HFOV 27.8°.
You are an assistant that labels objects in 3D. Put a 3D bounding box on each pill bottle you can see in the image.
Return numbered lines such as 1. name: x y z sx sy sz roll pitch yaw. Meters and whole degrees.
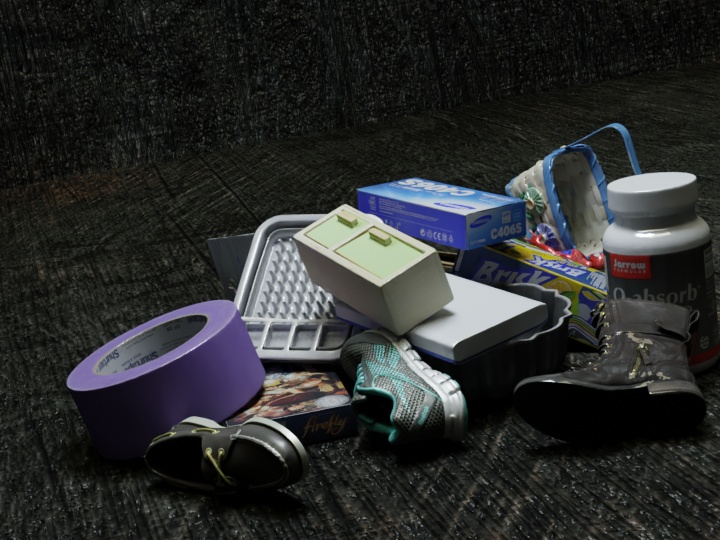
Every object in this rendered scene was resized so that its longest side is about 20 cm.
1. pill bottle: 0.317 0.004 1.548 0.115 0.202 0.116 -8 13 2

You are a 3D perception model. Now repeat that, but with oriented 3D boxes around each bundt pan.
1. bundt pan: 0.135 0.082 1.585 0.200 0.077 0.202 -8 18 3

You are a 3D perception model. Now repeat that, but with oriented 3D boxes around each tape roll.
1. tape roll: -0.207 0.115 1.560 0.198 0.086 0.200 -21 15 6

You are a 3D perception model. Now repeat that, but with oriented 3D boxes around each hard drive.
1. hard drive: 0.084 0.044 1.551 0.131 0.026 0.199 -22 24 -32

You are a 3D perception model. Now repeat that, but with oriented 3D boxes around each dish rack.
1. dish rack: -0.059 0.026 1.683 0.170 0.044 0.202 -1 56 22

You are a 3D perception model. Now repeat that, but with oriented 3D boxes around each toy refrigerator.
1. toy refrigerator: 0.010 -0.007 1.561 0.076 0.070 0.200 -32 29 -17

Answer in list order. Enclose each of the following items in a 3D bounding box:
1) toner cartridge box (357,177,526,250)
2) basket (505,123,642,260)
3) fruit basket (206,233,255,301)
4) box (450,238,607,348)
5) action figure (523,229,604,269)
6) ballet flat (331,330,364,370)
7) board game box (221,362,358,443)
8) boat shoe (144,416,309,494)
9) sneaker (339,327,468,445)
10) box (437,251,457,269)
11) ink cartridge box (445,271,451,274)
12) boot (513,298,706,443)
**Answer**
1. toner cartridge box: 0.092 -0.068 1.694 0.094 0.044 0.199 -15 19 -35
2. basket: 0.313 -0.092 2.013 0.199 0.178 0.139 -21 1 39
3. fruit basket: -0.083 0.000 1.885 0.198 0.186 0.094 -4 51 9
4. box: 0.206 0.018 1.683 0.198 0.071 0.064 22 22 15
5. action figure: 0.248 -0.016 1.965 0.199 0.052 0.065 7 -22 43
6. ballet flat: -0.072 0.088 1.718 0.199 0.068 0.062 -9 -6 38
7. board game box: -0.087 0.142 1.576 0.134 0.035 0.200 -11 14 -9
8. boat shoe: -0.129 0.181 1.381 0.060 0.072 0.200 -25 14 -39
9. sneaker: 0.022 0.118 1.467 0.090 0.078 0.200 -13 24 -28
10. box: 0.211 0.003 1.840 0.162 0.022 0.199 7 -2 40
11. ink cartridge box: 0.107 0.024 1.782 0.199 0.040 0.099 6 9 -43
12. boot: 0.245 0.089 1.435 0.198 0.070 0.175 2 33 1
